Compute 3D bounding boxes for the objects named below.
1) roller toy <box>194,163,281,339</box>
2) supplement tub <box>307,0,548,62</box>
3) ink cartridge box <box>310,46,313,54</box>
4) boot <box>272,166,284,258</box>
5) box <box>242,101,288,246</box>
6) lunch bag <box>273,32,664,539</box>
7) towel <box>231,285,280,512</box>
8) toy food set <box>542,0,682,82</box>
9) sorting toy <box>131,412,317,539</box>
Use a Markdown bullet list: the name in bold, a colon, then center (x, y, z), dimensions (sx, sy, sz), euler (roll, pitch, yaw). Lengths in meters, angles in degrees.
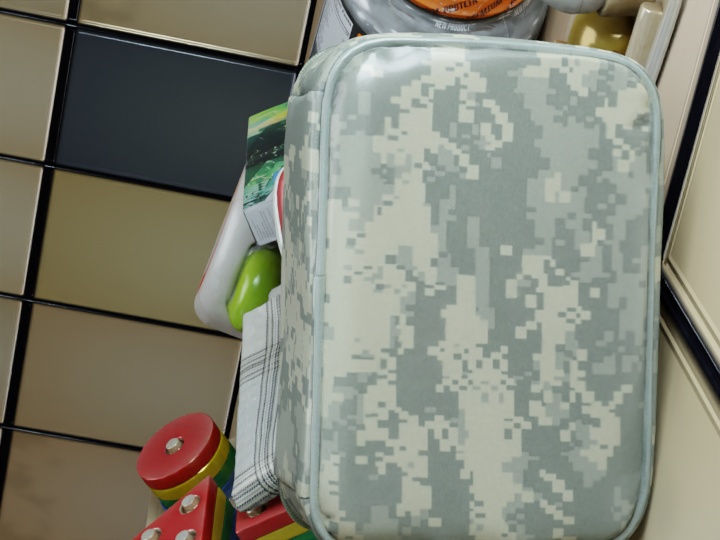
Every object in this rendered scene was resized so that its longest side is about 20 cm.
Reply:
- **roller toy**: center (-0.049, -0.023, 1.550), dimensions (0.182, 0.139, 0.201), euler (132, 158, -75)
- **supplement tub**: center (0.036, -0.136, 1.054), dimensions (0.200, 0.122, 0.123), euler (113, 166, -59)
- **ink cartridge box**: center (0.036, -0.214, 1.316), dimensions (0.201, 0.068, 0.116), euler (-62, 13, 21)
- **boot**: center (0.000, 0.000, 1.082), dimensions (0.144, 0.072, 0.201), euler (88, 161, -69)
- **box**: center (-0.016, -0.094, 1.376), dimensions (0.200, 0.144, 0.036), euler (-95, -16, -67)
- **lunch bag**: center (0.031, 0.005, 0.717), dimensions (0.168, 0.138, 0.201), euler (-175, 85, -77)
- **towel**: center (-0.017, 0.044, 1.250), dimensions (0.192, 0.034, 0.201), euler (-36, 33, 35)
- **toy food set**: center (0.086, -0.097, 0.824), dimensions (0.144, 0.060, 0.201), euler (-90, 13, -56)
- **sorting toy**: center (-0.086, 0.164, 1.327), dimensions (0.070, 0.198, 0.200), euler (56, -162, -29)
